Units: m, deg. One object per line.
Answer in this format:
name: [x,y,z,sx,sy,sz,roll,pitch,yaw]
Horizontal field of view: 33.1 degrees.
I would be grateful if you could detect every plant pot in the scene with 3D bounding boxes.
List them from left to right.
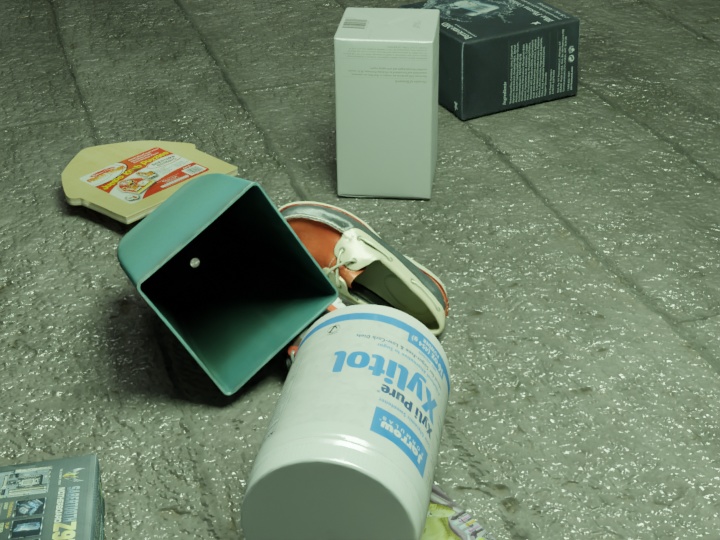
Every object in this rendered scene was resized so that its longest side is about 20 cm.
plant pot: [-0.148,-0.006,1.162,0.141,0.142,0.200,-42,28,-10]

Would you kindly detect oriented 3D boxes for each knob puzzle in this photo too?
knob puzzle: [-0.281,-0.113,1.504,0.217,0.031,0.220,-2,30,1]

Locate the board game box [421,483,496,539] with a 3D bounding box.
board game box: [0.015,0.199,0.941,0.119,0.033,0.200,-23,36,-26]

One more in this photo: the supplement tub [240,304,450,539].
supplement tub: [-0.005,0.128,0.907,0.130,0.133,0.201,3,31,9]

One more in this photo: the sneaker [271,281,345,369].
sneaker: [-0.023,0.082,1.123,0.081,0.078,0.200,-33,32,-16]

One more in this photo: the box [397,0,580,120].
box: [0.184,-0.321,1.761,0.198,0.119,0.197,-16,32,-21]

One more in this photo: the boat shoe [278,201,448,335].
boat shoe: [0.000,0.000,1.188,0.199,0.071,0.063,31,26,-10]

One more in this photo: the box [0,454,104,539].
box: [-0.269,0.206,0.883,0.156,0.052,0.200,-7,19,-9]

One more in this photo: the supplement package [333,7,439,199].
supplement package: [0.033,-0.203,1.471,0.118,0.202,0.122,2,29,6]
